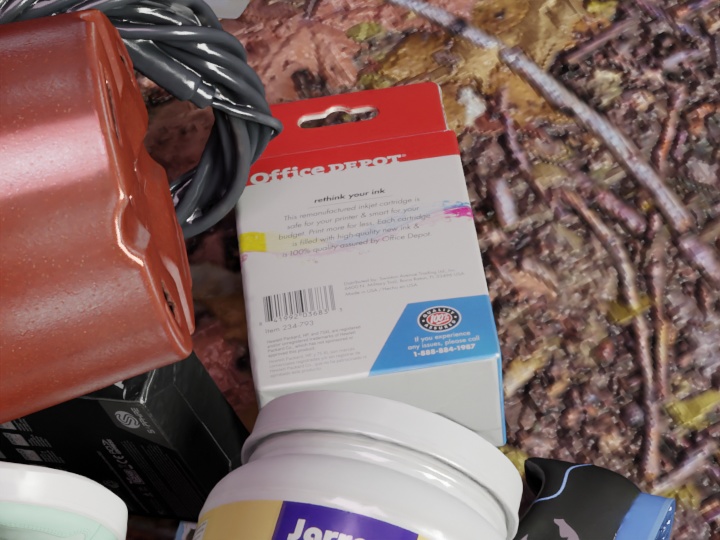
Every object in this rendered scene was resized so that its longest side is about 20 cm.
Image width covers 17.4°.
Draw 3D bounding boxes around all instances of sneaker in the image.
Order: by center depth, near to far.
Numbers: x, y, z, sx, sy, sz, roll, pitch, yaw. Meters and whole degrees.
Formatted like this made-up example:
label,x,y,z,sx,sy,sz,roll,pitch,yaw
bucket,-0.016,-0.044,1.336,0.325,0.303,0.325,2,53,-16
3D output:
label,x,y,z,sx,sy,sz,roll,pitch,yaw
sneaker,-0.143,0.158,0.997,0.074,0.201,0.118,8,64,8
sneaker,0.073,0.174,1.068,0.078,0.070,0.200,20,58,19

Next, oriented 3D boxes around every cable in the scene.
label,x,y,z,sx,sy,sz,roll,pitch,yaw
cable,-0.131,-0.070,1.097,0.199,0.164,0.051,-6,33,-22

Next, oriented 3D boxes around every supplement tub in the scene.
label,x,y,z,sx,sy,sz,roll,pitch,yaw
supplement tub,-0.013,0.167,0.988,0.145,0.146,0.200,11,63,11

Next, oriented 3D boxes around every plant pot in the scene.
label,x,y,z,sx,sy,sz,roll,pitch,yaw
plant pot,-0.179,-0.012,0.963,0.195,0.201,0.201,-15,60,2

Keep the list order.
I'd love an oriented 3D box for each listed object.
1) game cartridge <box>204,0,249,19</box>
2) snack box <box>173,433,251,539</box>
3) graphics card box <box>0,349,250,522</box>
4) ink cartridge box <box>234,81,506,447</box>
label,x,y,z,sx,sy,sz,roll,pitch,yaw
game cartridge,-0.158,-0.178,1.141,0.200,0.038,0.130,-1,45,-33
snack box,-0.044,0.178,1.089,0.116,0.037,0.200,13,63,13
graphics card box,-0.162,0.064,1.092,0.199,0.126,0.051,4,59,22
ink cartridge box,0.000,0.000,1.153,0.116,0.067,0.200,-8,44,0
